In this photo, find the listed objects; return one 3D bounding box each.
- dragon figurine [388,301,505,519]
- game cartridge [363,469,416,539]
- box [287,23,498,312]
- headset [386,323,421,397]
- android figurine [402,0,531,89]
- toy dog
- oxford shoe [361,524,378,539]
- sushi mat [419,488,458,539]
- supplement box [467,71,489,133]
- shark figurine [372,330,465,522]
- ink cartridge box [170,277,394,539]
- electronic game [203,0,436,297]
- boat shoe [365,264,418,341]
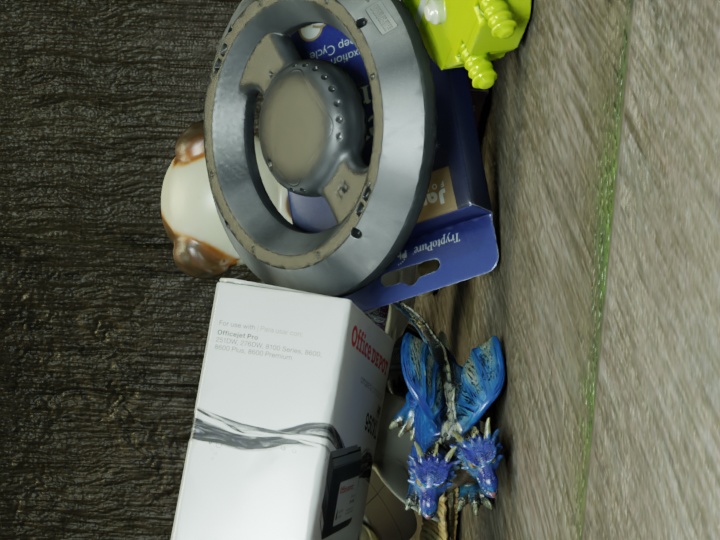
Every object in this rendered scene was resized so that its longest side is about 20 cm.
[{"bbox_3d":[0.050,0.070,1.567,0.100,0.059,0.200,97,174,-48],"label":"dragon figurine"},{"bbox_3d":[-0.022,0.132,1.879,0.042,0.133,0.200,-51,-21,-12],"label":"game cartridge"},{"bbox_3d":[0.010,-0.082,1.644,0.032,0.121,0.200,17,-121,-59],"label":"box"},{"bbox_3d":[0.003,0.097,2.004,0.200,0.094,0.124,-137,50,-81],"label":"headset"},{"bbox_3d":[0.046,-0.196,1.548,0.182,0.041,0.200,113,143,-56],"label":"android figurine"},{"bbox_3d":[-0.042,-0.042,1.967,0.194,0.200,0.140,-102,14,-77],"label":"toy dog"},{"bbox_3d":[-0.045,0.178,1.851,0.075,0.058,0.200,-49,29,-4],"label":"oxford shoe"},{"bbox_3d":[0.050,0.183,1.858,0.200,0.012,0.096,156,115,-86],"label":"sushi mat"},{"bbox_3d":[0.030,-0.115,1.786,0.200,0.086,0.111,100,171,-65],"label":"supplement box"},{"bbox_3d":[0.041,0.088,1.764,0.090,0.128,0.214,-55,-18,12],"label":"shark figurine"},{"bbox_3d":[-0.046,0.118,1.598,0.145,0.084,0.200,46,-128,-75],"label":"ink cartridge box"},{"bbox_3d":[-0.026,-0.082,1.608,0.200,0.042,0.200,2,93,49],"label":"electronic game"},{"bbox_3d":[0.000,0.000,1.800,0.200,0.072,0.069,98,-173,-56],"label":"boat shoe"}]
